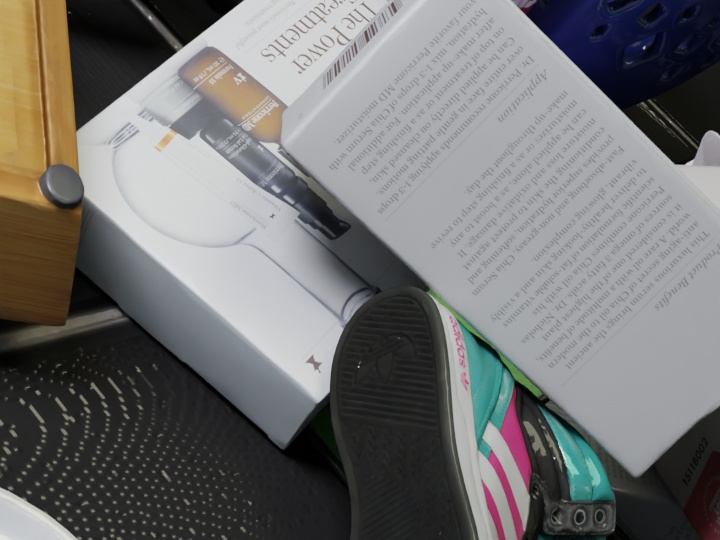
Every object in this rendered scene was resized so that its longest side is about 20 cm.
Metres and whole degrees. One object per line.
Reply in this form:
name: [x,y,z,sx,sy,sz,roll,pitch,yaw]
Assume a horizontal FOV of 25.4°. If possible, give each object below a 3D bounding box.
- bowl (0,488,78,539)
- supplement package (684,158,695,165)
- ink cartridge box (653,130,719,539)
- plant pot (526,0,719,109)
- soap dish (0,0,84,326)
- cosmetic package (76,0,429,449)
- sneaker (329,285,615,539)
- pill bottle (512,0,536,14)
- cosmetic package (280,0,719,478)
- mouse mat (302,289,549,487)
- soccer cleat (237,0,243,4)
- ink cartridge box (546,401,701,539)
bowl: [-0.119,0.116,0.411,0.201,0.090,0.201,28,30,-17]
supplement package: [0.314,0.019,0.912,0.200,0.147,0.192,48,16,-43]
ink cartridge box: [0.170,0.030,0.760,0.067,0.117,0.200,1,36,-24]
plant pot: [0.125,-0.199,1.028,0.200,0.180,0.200,11,39,-54]
soap dish: [-0.191,-0.072,0.565,0.199,0.081,0.158,13,54,-34]
cosmetic package: [-0.026,-0.041,0.709,0.151,0.052,0.200,41,52,3]
sneaker: [0.045,0.116,0.612,0.121,0.083,0.201,33,46,-41]
pill bottle: [0.047,-0.175,0.900,0.113,0.200,0.113,28,30,-18]
cosmetic package: [0.073,-0.025,0.642,0.200,0.101,0.071,43,10,-12]
mouse mat: [0.000,0.000,0.728,0.161,0.008,0.200,-33,74,-36]
soccer cleat: [-0.106,-0.227,0.914,0.200,0.084,0.065,32,30,7]
ink cartridge box: [0.135,0.077,0.821,0.199,0.057,0.163,12,33,-4]
